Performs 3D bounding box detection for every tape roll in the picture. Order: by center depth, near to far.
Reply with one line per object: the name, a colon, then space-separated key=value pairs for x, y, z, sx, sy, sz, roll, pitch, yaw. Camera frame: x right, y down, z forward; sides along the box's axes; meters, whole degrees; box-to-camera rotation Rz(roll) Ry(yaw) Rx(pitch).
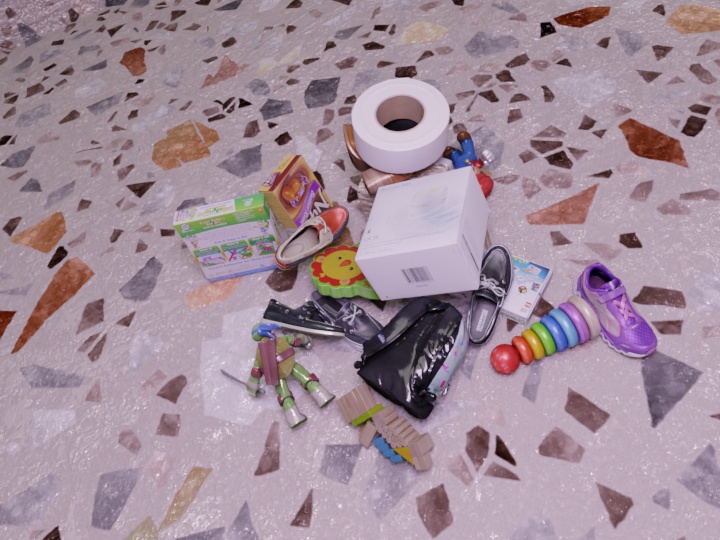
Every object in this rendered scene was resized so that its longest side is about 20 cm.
tape roll: x=0.082 y=-0.299 z=1.141 sx=0.200 sy=0.071 sz=0.204 roll=-3 pitch=60 yaw=5

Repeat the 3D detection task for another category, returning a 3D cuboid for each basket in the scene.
basket: x=0.102 y=-0.174 z=1.254 sx=0.198 sy=0.136 sz=0.124 roll=12 pitch=61 yaw=22

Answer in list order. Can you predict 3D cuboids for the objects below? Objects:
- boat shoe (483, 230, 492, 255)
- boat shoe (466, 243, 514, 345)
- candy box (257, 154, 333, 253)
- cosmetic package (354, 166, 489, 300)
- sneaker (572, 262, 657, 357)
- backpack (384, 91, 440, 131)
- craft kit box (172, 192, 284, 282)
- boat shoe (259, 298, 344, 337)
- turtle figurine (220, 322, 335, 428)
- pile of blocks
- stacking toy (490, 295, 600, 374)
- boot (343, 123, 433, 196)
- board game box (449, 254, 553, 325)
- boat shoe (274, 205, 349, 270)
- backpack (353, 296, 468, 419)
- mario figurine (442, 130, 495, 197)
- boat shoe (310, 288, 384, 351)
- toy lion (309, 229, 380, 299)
boat shoe: x=0.223 y=-0.097 z=1.150 sx=0.068 sy=0.075 sz=0.202 roll=-5 pitch=72 yaw=-15
boat shoe: x=0.240 y=0.041 z=1.050 sx=0.073 sy=0.068 sz=0.201 roll=20 pitch=85 yaw=18
candy box: x=-0.128 y=-0.142 z=1.238 sx=0.056 sy=0.201 sz=0.117 roll=8 pitch=55 yaw=38
cosmetic package: x=0.120 y=-0.068 z=1.034 sx=0.198 sy=0.123 sz=0.201 roll=-9 pitch=44 yaw=29
sneaker: x=0.463 y=0.064 z=1.015 sx=0.080 sy=0.089 sz=0.201 roll=-22 pitch=53 yaw=-5
backpack: x=0.126 y=-0.318 z=1.314 sx=0.161 sy=0.201 sz=0.168 roll=23 pitch=56 yaw=19
craft kit box: x=-0.276 y=-0.067 z=1.221 sx=0.198 sy=0.198 sz=0.049 roll=-11 pitch=52 yaw=4
boat shoe: x=-0.113 y=0.092 z=1.114 sx=0.198 sy=0.074 sz=0.067 roll=5 pitch=77 yaw=36
turtle figurine: x=-0.143 y=0.196 z=1.070 sx=0.143 sy=0.200 sz=0.195 roll=-23 pitch=71 yaw=-41
pile of blocks: x=0.048 y=0.278 z=0.982 sx=0.199 sy=0.083 sz=0.062 roll=38 pitch=25 yaw=23
stacking toy: x=0.329 y=0.129 z=1.011 sx=0.199 sy=0.086 sz=0.086 roll=-29 pitch=52 yaw=-1
boot: x=0.055 y=-0.263 z=1.202 sx=0.154 sy=0.074 sz=0.201 roll=-25 pitch=66 yaw=-1
board game box: x=0.270 y=0.018 z=1.129 sx=0.199 sy=0.035 sz=0.127 roll=24 pitch=63 yaw=27
boat shoe: x=-0.100 y=-0.075 z=1.178 sx=0.200 sy=0.063 sz=0.071 roll=-39 pitch=84 yaw=-18
backpack: x=0.108 y=0.149 z=1.008 sx=0.166 sy=0.127 sz=0.201 roll=28 pitch=71 yaw=28
mario figurine: x=0.240 y=-0.243 z=1.283 sx=0.105 sy=0.124 sz=0.201 roll=-6 pitch=47 yaw=-7
boat shoe: x=-0.022 y=0.095 z=1.120 sx=0.199 sy=0.068 sz=0.072 roll=31 pitch=66 yaw=31
toy lion: x=0.000 y=0.000 z=1.156 sx=0.191 sy=0.069 sz=0.199 roll=-32 pitch=45 yaw=-27
